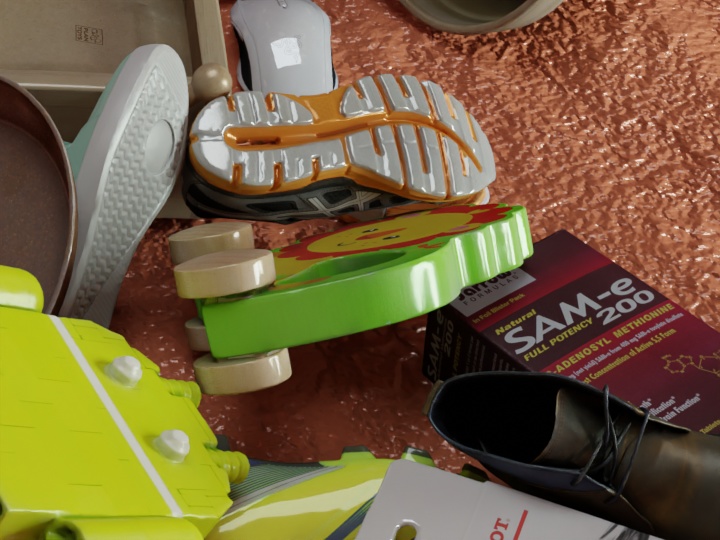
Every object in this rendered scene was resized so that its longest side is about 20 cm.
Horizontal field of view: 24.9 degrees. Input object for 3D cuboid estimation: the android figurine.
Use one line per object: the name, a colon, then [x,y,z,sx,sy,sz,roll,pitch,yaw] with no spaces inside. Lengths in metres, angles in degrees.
android figurine: [-0.128,0.065,0.674,0.200,0.041,0.182,12,32,-49]

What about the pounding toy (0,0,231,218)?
pounding toy: [-0.194,-0.117,1.015,0.200,0.142,0.184,1,45,-13]

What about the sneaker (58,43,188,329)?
sneaker: [-0.174,-0.040,0.874,0.118,0.074,0.201,19,83,25]

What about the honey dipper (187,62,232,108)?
honey dipper: [-0.159,-0.062,0.922,0.200,0.038,0.038,-29,38,10]

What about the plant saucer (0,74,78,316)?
plant saucer: [-0.219,-0.005,0.827,0.200,0.034,0.201,-8,70,23]

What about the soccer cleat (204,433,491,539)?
soccer cleat: [-0.024,0.126,0.773,0.200,0.065,0.084,5,67,-7]

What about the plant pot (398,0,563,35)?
plant pot: [0.132,-0.277,1.217,0.173,0.200,0.200,-10,36,-46]

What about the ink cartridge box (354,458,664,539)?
ink cartridge box: [0.087,0.168,0.697,0.200,0.068,0.116,18,44,12]

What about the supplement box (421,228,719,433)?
supplement box: [0.138,0.065,0.854,0.109,0.061,0.200,-26,46,-33]

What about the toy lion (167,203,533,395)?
toy lion: [0.000,0.000,0.850,0.191,0.069,0.200,-12,9,-6]

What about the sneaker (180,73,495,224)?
sneaker: [-0.014,-0.064,0.949,0.200,0.077,0.078,0,65,-25]

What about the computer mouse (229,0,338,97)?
computer mouse: [-0.056,-0.183,1.167,0.109,0.044,0.200,-3,38,-12]

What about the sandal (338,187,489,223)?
sandal: [-0.017,-0.082,1.027,0.206,0.059,0.079,21,41,20]

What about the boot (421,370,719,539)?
boot: [0.120,0.094,0.725,0.200,0.075,0.097,15,-4,37]
